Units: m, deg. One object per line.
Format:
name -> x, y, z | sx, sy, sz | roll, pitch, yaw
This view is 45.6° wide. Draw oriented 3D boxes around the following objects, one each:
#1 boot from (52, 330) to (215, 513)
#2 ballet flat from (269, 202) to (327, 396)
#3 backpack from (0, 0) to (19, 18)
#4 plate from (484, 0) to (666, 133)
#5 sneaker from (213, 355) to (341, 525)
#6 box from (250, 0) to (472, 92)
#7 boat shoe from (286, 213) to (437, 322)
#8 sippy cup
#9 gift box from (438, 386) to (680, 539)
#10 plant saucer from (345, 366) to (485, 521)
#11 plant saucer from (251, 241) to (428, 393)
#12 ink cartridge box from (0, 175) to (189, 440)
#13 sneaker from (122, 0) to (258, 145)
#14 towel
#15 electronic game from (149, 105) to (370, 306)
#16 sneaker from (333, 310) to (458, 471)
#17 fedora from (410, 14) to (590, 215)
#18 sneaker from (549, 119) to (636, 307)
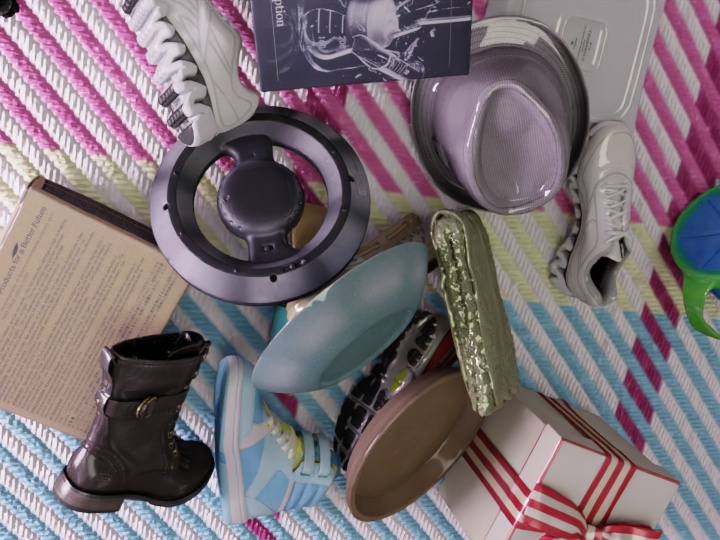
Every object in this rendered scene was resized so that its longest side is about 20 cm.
boot -> -0.180, 0.135, 0.797 | 0.200, 0.069, 0.174 | 3, 118, -58
ballet flat -> -0.054, 0.030, 0.857 | 0.063, 0.069, 0.201 | -8, 110, -28
backpack -> -0.371, -0.259, 0.621 | 0.199, 0.178, 0.151 | -4, 104, -4
plate -> 0.218, -0.230, 0.872 | 0.199, 0.032, 0.200 | 7, 105, -17
sneaker -> -0.083, 0.167, 0.877 | 0.130, 0.080, 0.200 | -4, 122, -13
box -> -0.004, -0.264, 0.701 | 0.182, 0.104, 0.200 | -7, 128, -5
boat shoe -> 0.000, 0.000, 0.828 | 0.200, 0.073, 0.063 | -23, 73, -42
sippy cup -> 0.436, -0.011, 0.953 | 0.178, 0.140, 0.130 | -33, 125, 23
gift box -> 0.212, 0.257, 0.933 | 0.184, 0.187, 0.200 | 17, 100, -19
plant saucer -> 0.058, 0.177, 0.893 | 0.200, 0.029, 0.200 | -31, 142, -28
plant saucer -> -0.006, 0.056, 0.774 | 0.201, 0.201, 0.039 | -39, 73, -2
ink cartridge box -> -0.270, 0.038, 0.792 | 0.165, 0.075, 0.200 | 28, 98, -20
sneaker -> -0.153, -0.213, 0.744 | 0.081, 0.075, 0.200 | -24, 103, -24
towel -> 0.118, 0.036, 0.848 | 0.036, 0.148, 0.201 | -14, 89, 19
electronic game -> -0.090, -0.062, 0.777 | 0.199, 0.042, 0.201 | 1, 68, -1
sneaker -> 0.047, 0.140, 0.916 | 0.085, 0.077, 0.200 | 28, 102, -36
fedora -> 0.139, -0.133, 0.823 | 0.176, 0.090, 0.200 | -9, 119, 4
sneaker -> 0.259, -0.056, 0.902 | 0.075, 0.081, 0.201 | 0, 111, -13
